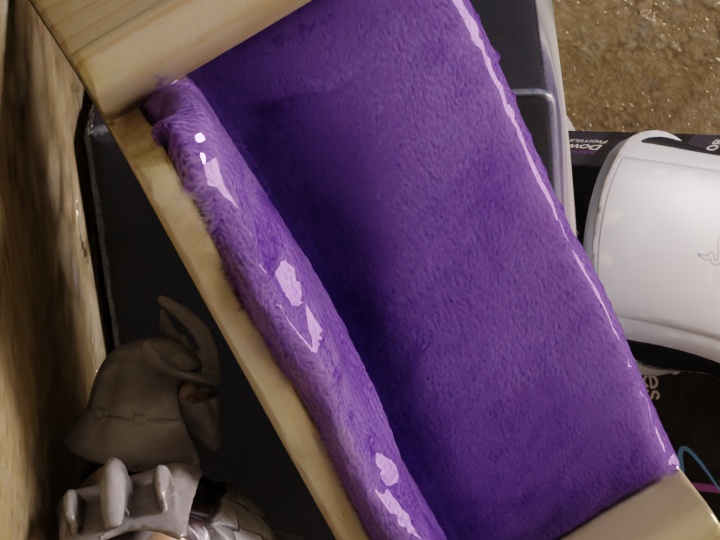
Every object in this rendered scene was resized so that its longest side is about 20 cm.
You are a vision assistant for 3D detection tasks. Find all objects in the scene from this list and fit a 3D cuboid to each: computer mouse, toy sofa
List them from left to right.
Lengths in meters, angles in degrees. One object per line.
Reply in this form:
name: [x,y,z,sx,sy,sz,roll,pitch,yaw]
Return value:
toy sofa: [0.012,0.007,0.593,0.201,0.083,0.098,63,-5,-35]
computer mouse: [0.129,0.008,0.831,0.200,0.044,0.110,13,84,-57]

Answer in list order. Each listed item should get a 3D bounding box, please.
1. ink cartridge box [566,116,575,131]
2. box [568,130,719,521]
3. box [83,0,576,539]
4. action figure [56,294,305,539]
ink cartridge box: [0.015,-0.070,1.043,0.094,0.044,0.200,-51,-140,25]
box: [0.047,0.022,0.931,0.036,0.199,0.144,-40,127,-51]
box: [0.000,0.000,0.776,0.199,0.122,0.201,-88,173,-60]
action figure: [-0.026,0.103,0.584,0.130,0.069,0.201,-39,120,-77]
